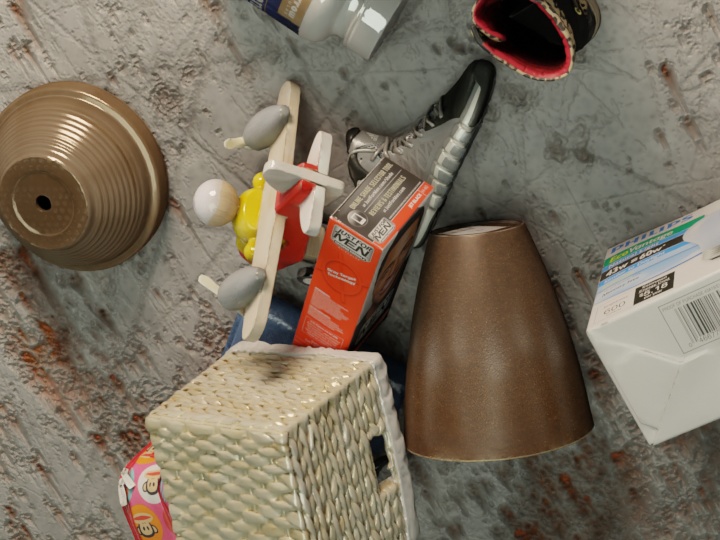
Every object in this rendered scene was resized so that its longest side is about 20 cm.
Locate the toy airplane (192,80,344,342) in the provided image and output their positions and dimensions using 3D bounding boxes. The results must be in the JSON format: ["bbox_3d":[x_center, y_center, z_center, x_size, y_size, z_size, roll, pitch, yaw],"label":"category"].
[{"bbox_3d":[-0.089,-0.059,1.296,0.139,0.201,0.202,9,115,-3],"label":"toy airplane"}]

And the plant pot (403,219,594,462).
[{"bbox_3d":[0.121,0.058,1.317,0.184,0.187,0.203,-5,98,17],"label":"plant pot"}]

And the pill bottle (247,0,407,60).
[{"bbox_3d":[-0.054,-0.278,1.243,0.199,0.111,0.112,33,117,0],"label":"pill bottle"}]

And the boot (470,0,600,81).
[{"bbox_3d":[0.121,-0.248,1.186,0.200,0.151,0.073,43,118,-7],"label":"boot"}]

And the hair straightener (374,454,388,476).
[{"bbox_3d":[0.002,0.276,1.509,0.076,0.041,0.201,34,112,-1],"label":"hair straightener"}]

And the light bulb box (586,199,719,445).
[{"bbox_3d":[0.322,0.027,1.223,0.197,0.200,0.126,-26,103,23],"label":"light bulb box"}]

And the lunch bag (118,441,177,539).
[{"bbox_3d":[-0.161,0.217,1.430,0.081,0.200,0.178,-9,111,33],"label":"lunch bag"}]

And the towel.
[{"bbox_3d":[-0.047,0.103,1.438,0.198,0.049,0.113,27,117,3],"label":"towel"}]

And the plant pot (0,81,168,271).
[{"bbox_3d":[-0.305,-0.083,1.403,0.198,0.093,0.204,6,114,13],"label":"plant pot"}]

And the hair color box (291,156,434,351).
[{"bbox_3d":[0.000,0.000,1.311,0.061,0.102,0.201,31,141,11],"label":"hair color box"}]

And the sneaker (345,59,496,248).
[{"bbox_3d":[0.045,-0.125,1.304,0.114,0.075,0.202,26,117,5],"label":"sneaker"}]

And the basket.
[{"bbox_3d":[-0.076,0.191,1.314,0.198,0.160,0.201,2,112,39],"label":"basket"}]
